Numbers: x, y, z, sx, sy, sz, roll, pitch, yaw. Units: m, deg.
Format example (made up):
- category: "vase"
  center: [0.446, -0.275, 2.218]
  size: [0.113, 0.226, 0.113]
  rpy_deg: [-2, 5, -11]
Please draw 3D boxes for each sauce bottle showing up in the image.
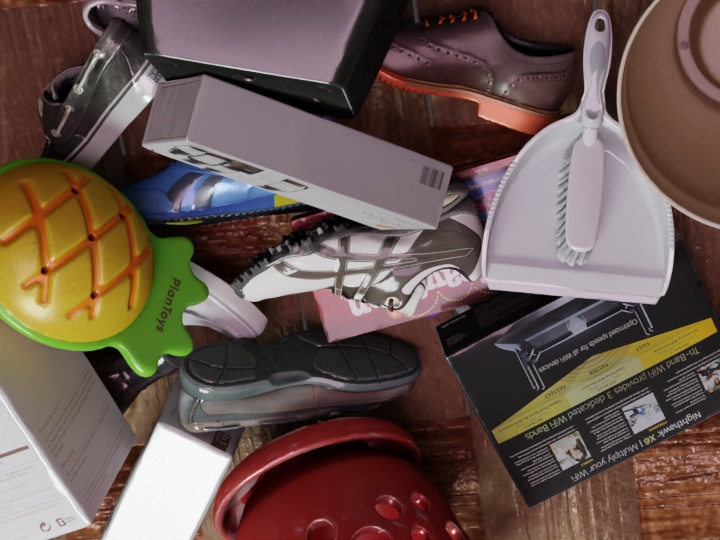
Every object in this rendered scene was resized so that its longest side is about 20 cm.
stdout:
- category: "sauce bottle"
  center: [-0.233, 0.109, 1.541]
  size: [0.199, 0.066, 0.066]
  rpy_deg: [-31, 107, 22]

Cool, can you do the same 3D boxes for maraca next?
- category: "maraca"
  center: [-0.201, -0.003, 1.380]
  size: [0.199, 0.138, 0.107]
  rpy_deg: [28, 156, -26]

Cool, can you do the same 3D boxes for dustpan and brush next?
- category: "dustpan and brush"
  center: [0.163, -0.083, 1.351]
  size: [0.138, 0.057, 0.203]
  rpy_deg: [5, 86, 2]

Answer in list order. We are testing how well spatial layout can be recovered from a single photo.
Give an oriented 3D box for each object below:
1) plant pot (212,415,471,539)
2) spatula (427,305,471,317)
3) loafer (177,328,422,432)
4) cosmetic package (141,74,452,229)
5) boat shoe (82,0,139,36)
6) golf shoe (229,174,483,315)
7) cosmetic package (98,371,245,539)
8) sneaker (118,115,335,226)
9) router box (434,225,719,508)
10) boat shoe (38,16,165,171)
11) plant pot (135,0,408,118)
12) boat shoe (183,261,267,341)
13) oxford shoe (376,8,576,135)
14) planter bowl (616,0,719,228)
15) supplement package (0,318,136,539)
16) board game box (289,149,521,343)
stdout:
- category: "plant pot"
  center: [-0.009, 0.228, 1.475]
  size: [0.198, 0.184, 0.201]
  rpy_deg: [-15, 150, -9]
- category: "spatula"
  center: [0.101, 0.050, 1.483]
  size: [0.200, 0.021, 0.057]
  rpy_deg: [41, 112, -3]
- category: "loafer"
  center: [-0.050, 0.090, 1.485]
  size: [0.198, 0.072, 0.063]
  rpy_deg: [-2, 129, -20]
- category: "cosmetic package"
  center: [-0.043, -0.077, 1.290]
  size: [0.198, 0.082, 0.051]
  rpy_deg: [18, 84, -27]
- category: "boat shoe"
  center: [-0.113, -0.163, 1.394]
  size: [0.198, 0.069, 0.071]
  rpy_deg: [16, 115, 0]
- category: "golf shoe"
  center: [0.000, 0.000, 1.412]
  size: [0.198, 0.078, 0.095]
  rpy_deg: [-20, 99, 13]
- category: "cosmetic package"
  center: [-0.163, 0.190, 1.549]
  size: [0.073, 0.102, 0.201]
  rpy_deg: [24, 115, -4]
- category: "sneaker"
  center: [-0.104, -0.077, 1.445]
  size: [0.198, 0.066, 0.079]
  rpy_deg: [-8, 88, 18]
- category: "router box"
  center: [0.179, 0.069, 1.436]
  size: [0.198, 0.052, 0.158]
  rpy_deg: [-27, 117, 5]
- category: "boat shoe"
  center: [-0.203, -0.125, 1.399]
  size: [0.063, 0.071, 0.200]
  rpy_deg: [36, 140, -12]
- category: "plant pot"
  center: [-0.057, -0.207, 1.262]
  size: [0.197, 0.200, 0.180]
  rpy_deg: [10, 87, 4]
- category: "boat shoe"
  center: [-0.169, 0.015, 1.464]
  size: [0.199, 0.072, 0.069]
  rpy_deg: [30, 78, -18]
- category: "oxford shoe"
  center: [0.062, -0.165, 1.373]
  size: [0.198, 0.071, 0.073]
  rpy_deg: [17, 113, -11]
- category: "planter bowl"
  center: [0.279, -0.144, 1.310]
  size: [0.198, 0.135, 0.202]
  rpy_deg: [4, 115, 7]
- category: "supplement package"
  center: [-0.281, 0.098, 1.434]
  size: [0.116, 0.117, 0.201]
  rpy_deg: [-19, 113, 25]
- category: "board game box"
  center: [0.054, -0.019, 1.450]
  size: [0.198, 0.019, 0.104]
  rpy_deg: [-16, 103, 11]
